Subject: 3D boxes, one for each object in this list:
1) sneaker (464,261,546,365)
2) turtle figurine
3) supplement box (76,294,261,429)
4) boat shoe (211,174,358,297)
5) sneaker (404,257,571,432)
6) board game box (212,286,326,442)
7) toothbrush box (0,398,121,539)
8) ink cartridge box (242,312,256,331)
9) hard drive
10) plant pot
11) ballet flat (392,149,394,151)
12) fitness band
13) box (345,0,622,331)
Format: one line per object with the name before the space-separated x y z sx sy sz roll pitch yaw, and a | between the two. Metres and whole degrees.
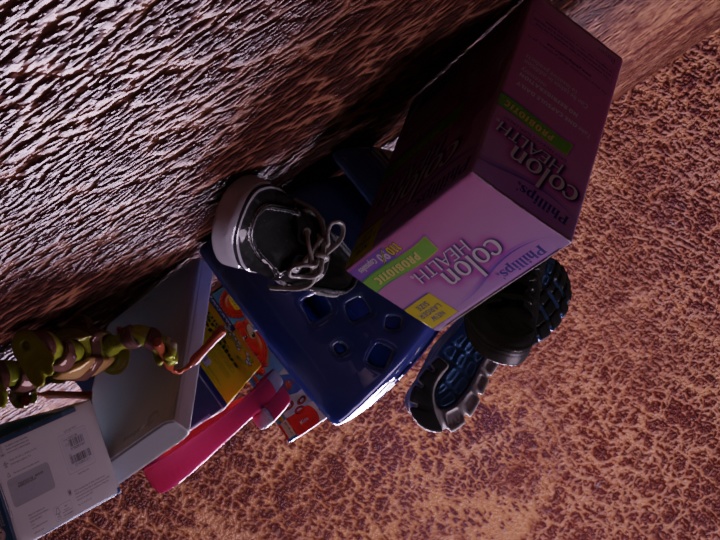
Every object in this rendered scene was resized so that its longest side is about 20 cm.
sneaker | 0.131 -0.018 1.183 0.200 0.060 0.104 -76 -179 -56
turtle figurine | -0.218 0.066 1.105 0.199 0.065 0.161 -16 175 24
supplement box | -0.189 0.103 1.431 0.109 0.110 0.200 -34 -177 10
boat shoe | -0.051 -0.016 1.087 0.074 0.068 0.199 -68 159 -11
sneaker | 0.108 0.062 1.293 0.200 0.075 0.087 -44 -172 -11
board game box | -0.054 0.067 1.688 0.200 0.196 0.056 -34 177 -18
toothbrush box | -0.317 0.177 1.117 0.199 0.086 0.146 -17 -178 24
ink cartridge box | -0.050 -0.023 1.489 0.136 0.076 0.200 -33 175 -28
hard drive | -0.187 0.092 1.224 0.132 0.026 0.200 -35 -149 27
plant pot | 0.000 0.000 1.280 0.180 0.200 0.200 -41 175 9
ballet flat | 0.100 -0.137 1.424 0.200 0.057 0.066 -33 176 -15
fitness band | -0.139 0.158 1.385 0.143 0.037 0.200 -35 -178 11
box | 0.097 -0.083 1.110 0.176 0.097 0.200 -37 -155 50
